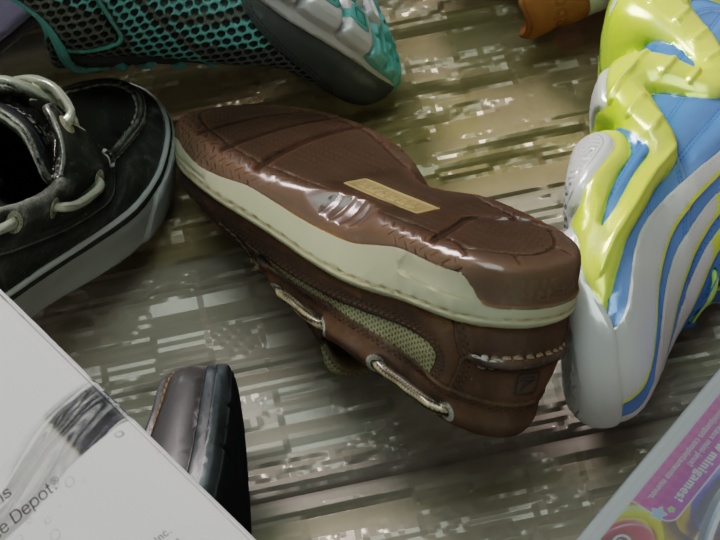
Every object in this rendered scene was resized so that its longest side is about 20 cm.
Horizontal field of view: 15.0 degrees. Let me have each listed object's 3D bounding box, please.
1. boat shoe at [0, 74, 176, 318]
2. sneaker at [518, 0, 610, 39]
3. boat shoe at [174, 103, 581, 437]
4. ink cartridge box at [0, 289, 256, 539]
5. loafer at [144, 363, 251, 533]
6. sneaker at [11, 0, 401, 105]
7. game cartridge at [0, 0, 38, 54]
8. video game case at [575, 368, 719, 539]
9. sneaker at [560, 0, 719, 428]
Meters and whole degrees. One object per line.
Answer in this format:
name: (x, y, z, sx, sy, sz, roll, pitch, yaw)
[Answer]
boat shoe: (-0.116, -0.031, 0.937, 0.070, 0.064, 0.200, 18, 32, 14)
sneaker: (0.028, -0.170, 1.045, 0.085, 0.073, 0.200, -34, 64, -14)
boat shoe: (-0.005, 0.001, 0.930, 0.074, 0.075, 0.202, -8, 23, -30)
ink cartridge box: (-0.106, 0.108, 0.769, 0.145, 0.084, 0.200, -41, 61, -13)
loafer: (-0.080, 0.112, 0.850, 0.072, 0.073, 0.200, 3, 51, 13)
sneaker: (-0.076, -0.105, 0.989, 0.091, 0.200, 0.078, -47, 31, 24)
game cartridge: (-0.136, -0.164, 1.026, 0.200, 0.038, 0.130, -39, 89, 2)
video game case: (0.177, 0.104, 0.864, 0.200, 0.018, 0.143, 30, 59, 26)
sneaker: (0.126, -0.029, 0.940, 0.105, 0.076, 0.201, 5, 51, 9)
